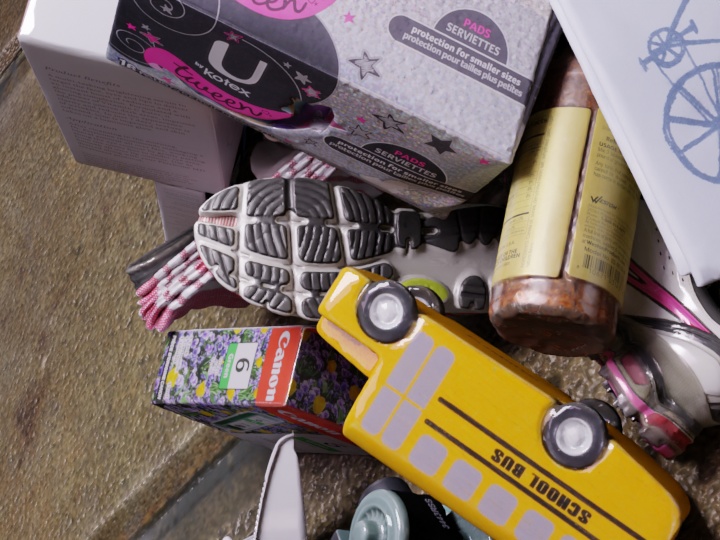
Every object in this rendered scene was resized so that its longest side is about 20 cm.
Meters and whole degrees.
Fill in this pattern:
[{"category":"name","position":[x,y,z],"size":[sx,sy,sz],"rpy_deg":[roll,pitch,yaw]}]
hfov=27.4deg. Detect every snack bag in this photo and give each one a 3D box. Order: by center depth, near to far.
[{"category":"snack bag","position":[0.192,-0.119,0.651],"size":[0.199,0.021,0.190],"rpy_deg":[-26,85,0]}]

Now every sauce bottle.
[{"category":"sauce bottle","position":[0.110,-0.060,0.719],"size":[0.066,0.066,0.202],"rpy_deg":[-10,58,47]}]

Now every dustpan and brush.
[{"category":"dustpan and brush","position":[-0.059,0.205,0.809],"size":[0.201,0.057,0.140],"rpy_deg":[-103,19,-46]}]

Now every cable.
[{"category":"cable","position":[-0.080,-0.051,0.987],"size":[0.199,0.051,0.097],"rpy_deg":[-27,16,-25]}]

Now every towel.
[{"category":"towel","position":[-0.037,-0.032,0.926],"size":[0.199,0.146,0.030],"rpy_deg":[-38,80,21]}]

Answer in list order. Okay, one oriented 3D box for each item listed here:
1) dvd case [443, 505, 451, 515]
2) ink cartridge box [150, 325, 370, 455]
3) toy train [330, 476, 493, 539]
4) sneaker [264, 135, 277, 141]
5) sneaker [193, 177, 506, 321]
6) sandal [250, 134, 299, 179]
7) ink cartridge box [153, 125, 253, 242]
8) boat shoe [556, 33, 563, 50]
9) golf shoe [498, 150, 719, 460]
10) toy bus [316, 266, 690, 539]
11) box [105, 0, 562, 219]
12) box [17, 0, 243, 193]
[{"category":"dvd case","position":[0.039,0.200,0.787],"size":[0.199,0.022,0.147],"rpy_deg":[-30,48,37]},{"category":"ink cartridge box","position":[-0.022,0.072,0.863],"size":[0.199,0.108,0.051],"rpy_deg":[-4,67,48]},{"category":"toy train","position":[0.038,0.193,0.716],"size":[0.115,0.085,0.200],"rpy_deg":[-62,37,20]},{"category":"sneaker","position":[-0.035,-0.137,0.906],"size":[0.129,0.080,0.199],"rpy_deg":[-36,32,-15]},{"category":"sneaker","position":[0.000,0.000,0.824],"size":[0.085,0.198,0.078],"rpy_deg":[149,127,-68]},{"category":"sandal","position":[0.007,-0.114,0.966],"size":[0.202,0.050,0.082],"rpy_deg":[-42,31,-21]},{"category":"ink cartridge box","position":[-0.096,-0.120,1.079],"size":[0.200,0.043,0.200],"rpy_deg":[117,173,-76]},{"category":"boat shoe","position":[0.150,-0.212,0.838],"size":[0.200,0.070,0.091],"rpy_deg":[-41,75,48]},{"category":"golf shoe","position":[0.142,-0.002,0.754],"size":[0.092,0.073,0.201],"rpy_deg":[-37,51,11]},{"category":"toy bus","position":[0.063,0.077,0.712],"size":[0.199,0.065,0.079],"rpy_deg":[33,97,16]},{"category":"box","position":[-0.008,-0.133,0.730],"size":[0.133,0.198,0.115],"rpy_deg":[-68,8,-17]},{"category":"box","position":[-0.118,-0.155,0.880],"size":[0.200,0.105,0.154],"rpy_deg":[97,-174,-74]}]
